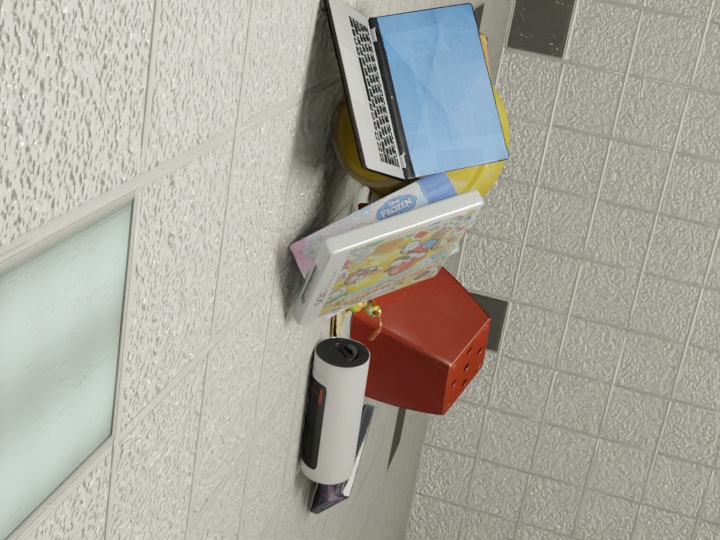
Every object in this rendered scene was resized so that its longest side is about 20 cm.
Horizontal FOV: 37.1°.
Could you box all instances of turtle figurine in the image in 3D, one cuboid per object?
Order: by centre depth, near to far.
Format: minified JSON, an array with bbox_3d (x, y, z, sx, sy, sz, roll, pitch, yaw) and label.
[{"bbox_3d":[0.000,0.000,1.510,0.201,0.063,0.164,71,25,-57],"label":"turtle figurine"}]

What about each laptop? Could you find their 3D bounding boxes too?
[{"bbox_3d":[0.064,-0.205,1.156,0.200,0.114,0.191,3,72,-69],"label":"laptop"}]

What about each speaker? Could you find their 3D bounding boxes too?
[{"bbox_3d":[-0.036,0.198,1.516,0.081,0.080,0.203,-59,160,-61],"label":"speaker"}]

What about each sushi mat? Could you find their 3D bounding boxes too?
[{"bbox_3d":[-0.009,0.009,1.620,0.201,0.012,0.097,-65,166,-52],"label":"sushi mat"}]

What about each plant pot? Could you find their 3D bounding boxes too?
[{"bbox_3d":[0.062,-0.166,1.321,0.188,0.198,0.204,-10,114,-63],"label":"plant pot"},{"bbox_3d":[0.108,0.122,1.807,0.200,0.175,0.202,-45,153,-35],"label":"plant pot"}]

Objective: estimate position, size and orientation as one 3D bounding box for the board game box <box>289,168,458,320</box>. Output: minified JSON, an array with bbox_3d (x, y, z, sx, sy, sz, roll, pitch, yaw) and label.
[{"bbox_3d":[0.023,-0.026,1.289,0.044,0.197,0.200,61,-4,18],"label":"board game box"}]

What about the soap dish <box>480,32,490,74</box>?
[{"bbox_3d":[0.179,-0.318,1.834,0.158,0.080,0.203,-103,-177,-72],"label":"soap dish"}]

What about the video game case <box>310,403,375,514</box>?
[{"bbox_3d":[-0.030,0.298,1.679,0.200,0.019,0.145,131,-22,-65],"label":"video game case"}]

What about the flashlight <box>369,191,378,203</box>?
[{"bbox_3d":[0.064,-0.192,1.612,0.068,0.067,0.204,-11,113,-81],"label":"flashlight"}]

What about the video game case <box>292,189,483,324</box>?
[{"bbox_3d":[0.028,-0.012,1.227,0.023,0.197,0.183,62,-25,18],"label":"video game case"}]
